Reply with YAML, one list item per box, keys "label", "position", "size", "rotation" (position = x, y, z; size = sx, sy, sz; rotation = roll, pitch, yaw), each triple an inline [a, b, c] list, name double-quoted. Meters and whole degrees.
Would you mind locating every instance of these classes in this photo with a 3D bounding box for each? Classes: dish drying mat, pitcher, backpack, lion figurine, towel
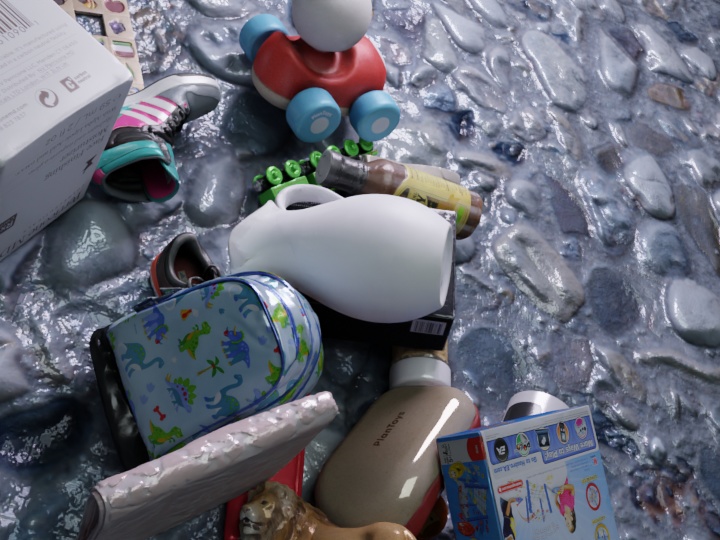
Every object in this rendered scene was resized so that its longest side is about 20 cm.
- label: "dish drying mat"
  position: [-0.089, 0.177, 0.870]
  size: [0.076, 0.018, 0.201]
  rotation: [17, 54, -21]
- label: "pitcher"
  position: [-0.009, -0.031, 0.868]
  size: [0.199, 0.122, 0.172]
  rotation: [7, 39, 13]
- label: "backpack"
  position: [-0.129, 0.082, 0.771]
  size: [0.199, 0.154, 0.164]
  rotation: [-19, 72, -6]
- label: "lion figurine"
  position: [-0.015, 0.249, 0.765]
  size: [0.199, 0.073, 0.123]
  rotation: [0, 59, 14]
- label: "towel"
  position: [-0.134, 0.172, 0.721]
  size: [0.199, 0.191, 0.032]
  rotation: [-20, 71, -33]

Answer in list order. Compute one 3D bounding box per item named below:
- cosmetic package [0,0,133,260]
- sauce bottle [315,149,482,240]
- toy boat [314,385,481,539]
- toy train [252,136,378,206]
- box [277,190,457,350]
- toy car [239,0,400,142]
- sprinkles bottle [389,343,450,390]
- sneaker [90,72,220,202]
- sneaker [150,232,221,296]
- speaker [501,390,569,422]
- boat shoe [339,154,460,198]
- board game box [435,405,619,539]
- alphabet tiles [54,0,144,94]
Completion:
- label: "cosmetic package"
  position: [-0.338, -0.131, 0.787]
  size: [0.165, 0.200, 0.165]
  rotation: [42, 49, -2]
- label: "sauce bottle"
  position: [0.044, -0.088, 1.003]
  size: [0.199, 0.065, 0.065]
  rotation: [15, 55, -24]
- label: "toy boat"
  position: [0.048, 0.215, 0.882]
  size: [0.200, 0.130, 0.131]
  rotation: [-45, 119, -41]
- label: "toy train"
  position: [-0.047, -0.116, 1.066]
  size: [0.200, 0.042, 0.057]
  rotation: [-26, 91, -42]
- label: "box"
  position: [0.000, 0.000, 0.953]
  size: [0.199, 0.079, 0.142]
  rotation: [7, 58, -1]
- label: "toy car"
  position: [-0.026, -0.288, 1.055]
  size: [0.176, 0.200, 0.185]
  rotation: [-6, 51, -34]
- label: "sprinkles bottle"
  position: [0.068, 0.051, 1.014]
  size: [0.068, 0.068, 0.201]
  rotation: [18, 53, -22]
- label: "sneaker"
  position: [-0.215, -0.137, 0.943]
  size: [0.199, 0.084, 0.121]
  rotation: [-26, 72, -32]
- label: "sneaker"
  position: [-0.150, 0.051, 0.864]
  size: [0.077, 0.082, 0.201]
  rotation: [-22, 73, -32]
- label: "speaker"
  position: [0.172, 0.231, 0.959]
  size: [0.081, 0.081, 0.200]
  rotation: [37, 50, -7]
- label: "boat shoe"
  position: [0.048, -0.085, 1.097]
  size: [0.199, 0.074, 0.093]
  rotation: [3, 88, -42]
- label: "board game box"
  position: [0.172, 0.243, 0.853]
  size: [0.199, 0.056, 0.197]
  rotation: [0, 76, -46]
- label: "alphabet tiles"
  position: [-0.349, -0.257, 0.988]
  size: [0.199, 0.008, 0.168]
  rotation: [-1, 63, -32]
